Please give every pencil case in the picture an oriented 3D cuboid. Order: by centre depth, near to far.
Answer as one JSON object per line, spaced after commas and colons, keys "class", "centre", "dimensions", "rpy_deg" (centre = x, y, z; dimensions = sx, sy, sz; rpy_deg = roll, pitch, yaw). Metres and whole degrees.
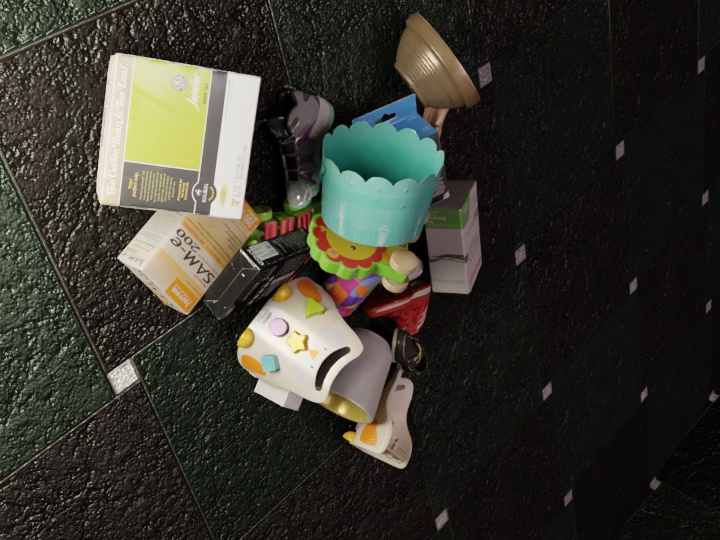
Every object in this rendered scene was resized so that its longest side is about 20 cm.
{"class": "pencil case", "centre": [0.000, 0.000, 1.577], "dimensions": [0.088, 0.088, 0.200], "rpy_deg": [-3, 143, -47]}

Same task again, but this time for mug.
{"class": "mug", "centre": [-0.020, 0.201, 1.682], "dimensions": [0.149, 0.187, 0.153], "rpy_deg": [34, 67, -16]}

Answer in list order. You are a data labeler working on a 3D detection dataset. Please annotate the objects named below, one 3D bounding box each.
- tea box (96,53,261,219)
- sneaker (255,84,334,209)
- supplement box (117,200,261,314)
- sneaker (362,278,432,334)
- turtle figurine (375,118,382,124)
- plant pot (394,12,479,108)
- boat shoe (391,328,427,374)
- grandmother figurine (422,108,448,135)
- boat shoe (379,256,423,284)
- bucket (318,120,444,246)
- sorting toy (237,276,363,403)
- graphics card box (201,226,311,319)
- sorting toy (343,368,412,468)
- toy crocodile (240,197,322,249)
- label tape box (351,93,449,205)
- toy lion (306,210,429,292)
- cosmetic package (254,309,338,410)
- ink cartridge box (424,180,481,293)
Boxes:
{"class": "tea box", "centre": [-0.259, -0.187, 1.188], "dimensions": [0.197, 0.134, 0.200], "rpy_deg": [6, 100, -21]}
{"class": "sneaker", "centre": [-0.125, -0.212, 1.427], "dimensions": [0.140, 0.078, 0.200], "rpy_deg": [18, 76, -46]}
{"class": "supplement box", "centre": [-0.264, -0.050, 1.336], "dimensions": [0.200, 0.073, 0.126], "rpy_deg": [-55, 136, -17]}
{"class": "sneaker", "centre": [0.082, 0.095, 1.771], "dimensions": [0.200, 0.078, 0.116], "rpy_deg": [-18, 116, -42]}
{"class": "turtle figurine", "centre": [0.029, -0.193, 1.609], "dimensions": [0.200, 0.064, 0.161], "rpy_deg": [-44, 133, -27]}
{"class": "plant pot", "centre": [0.127, -0.371, 1.583], "dimensions": [0.093, 0.201, 0.201], "rpy_deg": [-36, 137, 8]}
{"class": "boat shoe", "centre": [0.104, 0.170, 1.780], "dimensions": [0.201, 0.061, 0.072], "rpy_deg": [62, 39, -69]}
{"class": "grandmother figurine", "centre": [0.134, -0.254, 1.690], "dimensions": [0.121, 0.061, 0.200], "rpy_deg": [62, 46, -74]}
{"class": "boat shoe", "centre": [0.068, 0.001, 1.725], "dimensions": [0.200, 0.068, 0.075], "rpy_deg": [-5, 109, -47]}
{"class": "bucket", "centre": [0.028, -0.143, 1.403], "dimensions": [0.207, 0.207, 0.135], "rpy_deg": [-26, 139, -39]}
{"class": "sorting toy", "centre": [-0.096, 0.130, 1.470], "dimensions": [0.200, 0.180, 0.107], "rpy_deg": [-53, 162, -4]}
{"class": "graphics card box", "centre": [-0.161, 0.001, 1.402], "dimensions": [0.125, 0.051, 0.200], "rpy_deg": [-48, 171, 28]}
{"class": "sorting toy", "centre": [0.059, 0.300, 1.782], "dimensions": [0.180, 0.107, 0.200], "rpy_deg": [-65, 157, -14]}
{"class": "toy crocodile", "centre": [-0.134, -0.081, 1.473], "dimensions": [0.200, 0.062, 0.068], "rpy_deg": [-22, 124, -42]}
{"class": "label tape box", "centre": [0.076, -0.201, 1.557], "dimensions": [0.143, 0.066, 0.200], "rpy_deg": [-27, 124, -23]}
{"class": "toy lion", "centre": [0.009, -0.059, 1.457], "dimensions": [0.069, 0.192, 0.200], "rpy_deg": [115, -6, -47]}
{"class": "cosmetic package", "centre": [-0.117, 0.148, 1.569], "dimensions": [0.051, 0.083, 0.200], "rpy_deg": [27, 85, -52]}
{"class": "ink cartridge box", "centre": [0.197, -0.071, 1.790], "dimensions": [0.146, 0.084, 0.200], "rpy_deg": [-57, 144, -54]}
